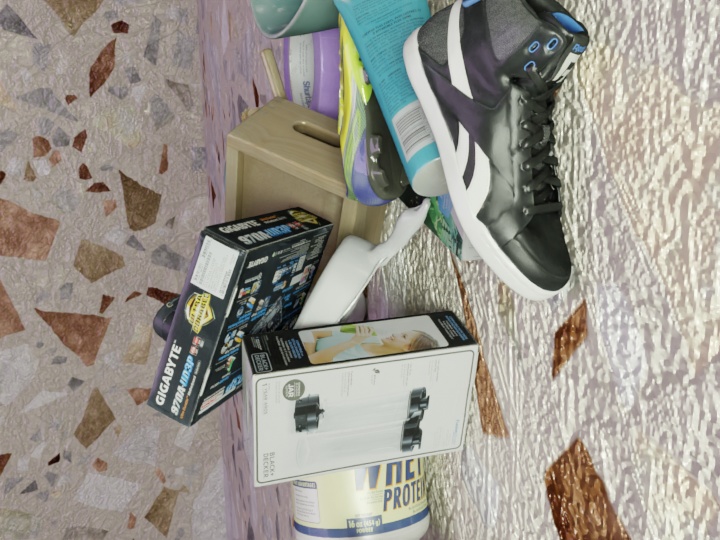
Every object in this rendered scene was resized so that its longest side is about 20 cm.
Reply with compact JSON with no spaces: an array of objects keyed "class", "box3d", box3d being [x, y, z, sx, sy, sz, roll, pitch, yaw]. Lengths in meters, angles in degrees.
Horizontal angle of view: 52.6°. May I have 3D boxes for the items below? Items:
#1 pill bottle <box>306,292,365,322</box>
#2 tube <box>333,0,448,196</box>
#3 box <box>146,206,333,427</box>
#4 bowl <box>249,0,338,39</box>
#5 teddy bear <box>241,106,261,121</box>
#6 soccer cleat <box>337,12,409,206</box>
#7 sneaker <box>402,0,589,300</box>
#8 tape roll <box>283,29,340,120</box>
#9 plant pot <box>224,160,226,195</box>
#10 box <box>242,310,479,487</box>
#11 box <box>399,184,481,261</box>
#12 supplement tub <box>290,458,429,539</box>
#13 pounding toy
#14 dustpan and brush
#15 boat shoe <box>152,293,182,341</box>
[{"class":"pill bottle","box3d":[-0.074,0.023,0.986,0.200,0.112,0.117,-137,45,-65]},{"class":"tube","box3d":[0.035,-0.155,0.560,0.051,0.076,0.203,62,-168,-65]},{"class":"box","box3d":[-0.100,0.031,0.662,0.161,0.045,0.200,-69,-13,16]},{"class":"bowl","box3d":[-0.032,-0.330,0.735,0.200,0.103,0.205,-4,85,59]},{"class":"teddy bear","box3d":[-0.095,-0.131,0.969,0.202,0.066,0.145,56,-157,-2]},{"class":"soccer cleat","box3d":[0.000,-0.159,0.652,0.083,0.064,0.205,-4,92,54]},{"class":"sneaker","box3d":[0.105,-0.090,0.453,0.111,0.072,0.203,-31,81,45]},{"class":"tape roll","box3d":[-0.045,-0.257,0.902,0.200,0.064,0.205,176,90,-73]},{"class":"plant pot","box3d":[-0.138,-0.127,1.123,0.200,0.132,0.205,176,90,-72]},{"class":"box","box3d":[-0.002,0.109,0.635,0.060,0.196,0.119,-123,31,-58]},{"class":"box","box3d":[0.067,-0.116,0.625,0.200,0.036,0.147,-124,34,-60]},{"class":"supplement tub","box3d":[-0.007,0.177,0.759,0.145,0.142,0.204,160,104,-72]},{"class":"pounding toy","box3d":[-0.066,-0.107,0.809,0.143,0.197,0.186,-50,-21,-45]},{"class":"dustpan and brush","box3d":[0.000,0.000,0.665,0.202,0.057,0.140,-62,-2,38]},{"class":"boat shoe","box3d":[-0.142,0.038,0.753,0.200,0.061,0.076,-31,-38,-67]}]
